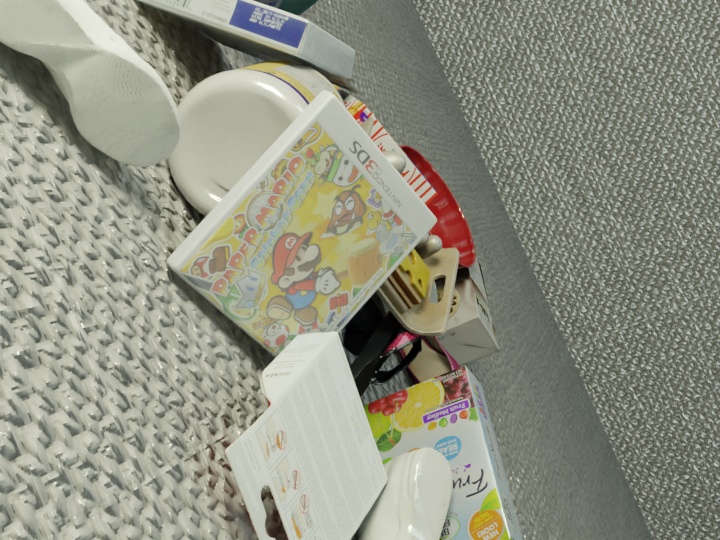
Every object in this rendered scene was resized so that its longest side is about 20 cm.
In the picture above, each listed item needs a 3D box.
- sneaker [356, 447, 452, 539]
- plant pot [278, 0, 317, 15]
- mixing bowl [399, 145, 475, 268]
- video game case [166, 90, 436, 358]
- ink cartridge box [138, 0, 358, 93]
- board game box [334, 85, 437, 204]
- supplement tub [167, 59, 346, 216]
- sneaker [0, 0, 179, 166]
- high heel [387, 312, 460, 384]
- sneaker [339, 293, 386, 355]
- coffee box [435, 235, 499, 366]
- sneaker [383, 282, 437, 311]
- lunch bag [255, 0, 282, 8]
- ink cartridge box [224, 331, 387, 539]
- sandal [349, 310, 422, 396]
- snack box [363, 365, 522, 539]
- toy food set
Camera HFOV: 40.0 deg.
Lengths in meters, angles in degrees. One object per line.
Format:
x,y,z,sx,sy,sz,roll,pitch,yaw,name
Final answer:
0.024,0.262,0.911,0.075,0.088,0.200,42,50,-27,sneaker
-0.111,-0.436,1.321,0.201,0.161,0.201,56,19,-30,plant pot
0.068,-0.069,1.435,0.200,0.108,0.200,45,27,-31,mixing bowl
-0.044,-0.027,0.882,0.182,0.200,0.023,46,-6,-39,video game case
-0.110,-0.255,1.058,0.041,0.199,0.200,-69,164,5,ink cartridge box
-0.004,-0.159,1.198,0.152,0.046,0.200,47,0,-32,board game box
-0.090,-0.129,0.968,0.146,0.145,0.200,63,16,-9,supplement tub
-0.211,-0.169,0.760,0.200,0.075,0.089,51,10,-39,sneaker
0.082,0.107,1.303,0.200,0.067,0.096,64,5,11,high heel
-0.029,0.058,1.033,0.146,0.077,0.202,-83,155,-46,sneaker
0.128,0.048,1.472,0.080,0.113,0.200,55,19,-35,coffee box
0.000,0.000,1.131,0.200,0.115,0.074,49,35,-50,sneaker
-0.158,-0.420,1.139,0.169,0.127,0.200,4,64,-42,lunch bag
-0.053,0.165,0.832,0.200,0.047,0.160,-44,121,-56,ink cartridge box
0.033,0.090,1.055,0.200,0.045,0.075,-50,157,-47,sandal
0.073,0.210,1.002,0.053,0.142,0.200,49,23,-45,snack box
0.043,-0.045,1.038,0.200,0.060,0.144,53,32,-29,toy food set
